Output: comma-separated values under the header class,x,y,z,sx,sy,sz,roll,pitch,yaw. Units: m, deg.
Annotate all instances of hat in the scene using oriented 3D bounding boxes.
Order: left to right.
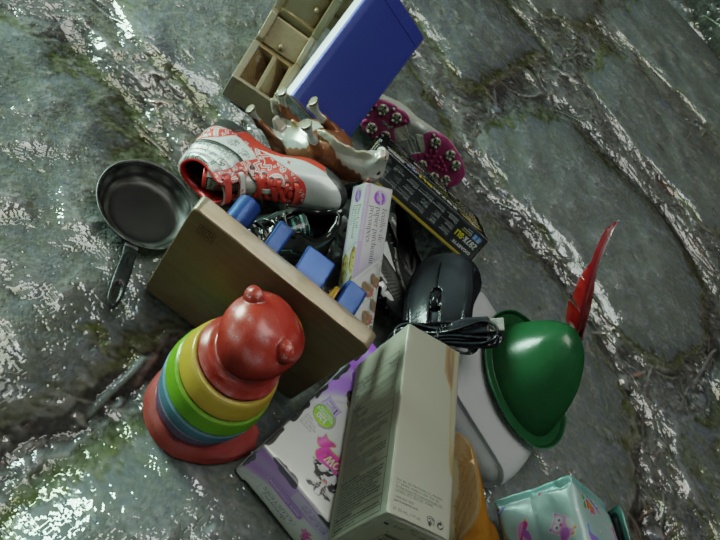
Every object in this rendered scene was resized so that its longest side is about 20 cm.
class,x,y,z,sx,sy,sz,roll,pitch,yaw
hat,0.256,0.094,0.899,0.202,0.175,0.166,56,40,-9

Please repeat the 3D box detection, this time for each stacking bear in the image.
class,x,y,z,sx,sy,sz,roll,pitch,yaw
stacking bear,-0.118,0.090,0.709,0.112,0.200,0.123,-13,66,-42

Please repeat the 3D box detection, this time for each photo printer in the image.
class,x,y,z,sx,sy,sz,roll,pitch,yaw
photo printer,0.149,0.149,0.948,0.202,0.069,0.166,58,42,-8

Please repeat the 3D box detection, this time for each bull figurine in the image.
class,x,y,z,sx,sy,sz,roll,pitch,yaw
bull figurine,-0.056,-0.164,0.973,0.066,0.198,0.122,-55,137,-19

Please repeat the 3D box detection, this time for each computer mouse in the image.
class,x,y,z,sx,sy,sz,roll,pitch,yaw
computer mouse,0.102,0.026,0.923,0.201,0.136,0.054,-72,152,-61

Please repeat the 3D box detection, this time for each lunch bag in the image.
class,x,y,z,sx,sy,sz,roll,pitch,yaw
lunch bag,0.252,0.347,0.864,0.199,0.121,0.173,39,33,-42

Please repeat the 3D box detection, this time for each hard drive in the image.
class,x,y,z,sx,sy,sz,roll,pitch,yaw
hard drive,-0.004,-0.287,1.070,0.025,0.201,0.132,36,-2,38

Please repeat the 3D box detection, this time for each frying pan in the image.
class,x,y,z,sx,sy,sz,roll,pitch,yaw
frying pan,-0.231,-0.038,0.841,0.113,0.031,0.193,6,59,-35

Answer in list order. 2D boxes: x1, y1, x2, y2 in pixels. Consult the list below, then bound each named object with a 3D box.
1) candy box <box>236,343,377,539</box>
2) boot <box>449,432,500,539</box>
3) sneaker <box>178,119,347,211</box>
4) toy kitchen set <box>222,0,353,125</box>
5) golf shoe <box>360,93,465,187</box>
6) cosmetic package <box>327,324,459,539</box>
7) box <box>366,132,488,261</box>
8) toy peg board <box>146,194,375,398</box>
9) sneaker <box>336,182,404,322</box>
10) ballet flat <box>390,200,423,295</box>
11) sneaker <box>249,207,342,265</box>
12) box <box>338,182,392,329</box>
class,x,y,z,sx,sy,sz,roll,pitch,yaw
candy box,-0.004,0.202,0.809,0.168,0.072,0.200,49,43,2
boot,0.111,0.267,0.800,0.143,0.069,0.206,13,76,-63
sneaker,-0.122,-0.103,0.930,0.199,0.068,0.108,29,44,7
toy kitchen set,-0.056,-0.313,1.061,0.162,0.200,0.182,31,44,-13
golf shoe,0.084,-0.208,1.190,0.199,0.075,0.092,37,24,-22
cosmetic package,0.036,0.166,0.739,0.070,0.105,0.202,29,46,-19
box,0.087,-0.106,1.079,0.199,0.049,0.160,40,15,-8
toy peg board,-0.090,0.010,0.774,0.199,0.199,0.099,38,56,-9
sneaker,0.020,-0.033,0.990,0.089,0.067,0.202,-29,75,-13
ballet flat,0.069,0.001,1.028,0.066,0.057,0.202,-14,69,-43
sneaker,-0.108,-0.045,0.906,0.197,0.079,0.077,-10,71,-40
box,0.000,0.000,0.916,0.038,0.041,0.204,11,85,-26
